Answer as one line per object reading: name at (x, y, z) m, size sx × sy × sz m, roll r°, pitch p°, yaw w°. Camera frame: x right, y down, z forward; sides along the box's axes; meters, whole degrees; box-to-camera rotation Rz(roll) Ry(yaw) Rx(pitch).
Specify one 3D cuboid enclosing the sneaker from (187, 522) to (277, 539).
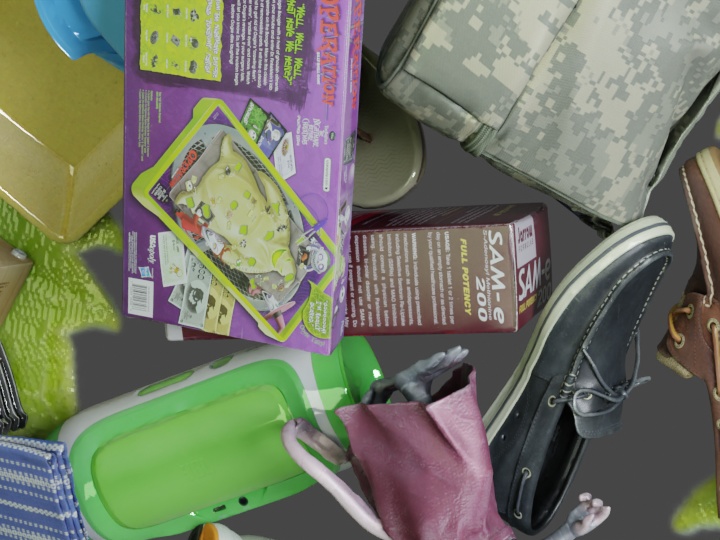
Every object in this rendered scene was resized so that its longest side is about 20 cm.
sneaker at (-0.070, 0.246, 0.995) m, size 0.091 × 0.076 × 0.202 m, roll 8°, pitch 114°, yaw -17°

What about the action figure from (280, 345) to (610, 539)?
action figure at (0.050, 0.146, 0.841) m, size 0.148 × 0.134 × 0.202 m, roll -21°, pitch 85°, yaw 12°

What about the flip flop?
flip flop at (-0.032, -0.125, 0.958) m, size 0.081 × 0.058 × 0.201 m, roll -24°, pitch 95°, yaw 16°

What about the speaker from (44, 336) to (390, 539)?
speaker at (-0.084, 0.098, 0.980) m, size 0.198 × 0.088 × 0.089 m, roll -21°, pitch 88°, yaw 17°

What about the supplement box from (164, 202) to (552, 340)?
supplement box at (0.000, 0.000, 0.935) m, size 0.198 × 0.109 × 0.062 m, roll -3°, pitch 97°, yaw 17°

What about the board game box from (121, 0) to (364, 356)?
board game box at (-0.062, -0.062, 0.851) m, size 0.119 × 0.032 × 0.202 m, roll 12°, pitch 114°, yaw 17°

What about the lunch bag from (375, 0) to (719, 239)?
lunch bag at (0.120, -0.136, 0.876) m, size 0.167 × 0.139 × 0.201 m, roll 31°, pitch 105°, yaw -5°

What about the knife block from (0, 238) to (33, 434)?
knife block at (-0.292, 0.043, 1.048) m, size 0.199 × 0.064 × 0.176 m, roll 34°, pitch 102°, yaw 11°

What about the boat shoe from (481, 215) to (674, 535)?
boat shoe at (0.121, 0.060, 0.913) m, size 0.062 × 0.074 × 0.201 m, roll 42°, pitch 116°, yaw 29°

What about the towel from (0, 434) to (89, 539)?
towel at (-0.210, 0.174, 1.005) m, size 0.143 × 0.024 × 0.202 m, roll 7°, pitch 123°, yaw 28°

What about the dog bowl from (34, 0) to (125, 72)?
dog bowl at (-0.084, -0.123, 0.896) m, size 0.111 × 0.050 × 0.200 m, roll -29°, pitch 115°, yaw 29°

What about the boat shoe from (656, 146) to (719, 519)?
boat shoe at (0.193, 0.037, 0.903) m, size 0.071 × 0.072 × 0.202 m, roll -14°, pitch 93°, yaw 19°

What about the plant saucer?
plant saucer at (-0.182, -0.140, 0.964) m, size 0.200 × 0.049 × 0.200 m, roll 41°, pitch 123°, yaw -16°
